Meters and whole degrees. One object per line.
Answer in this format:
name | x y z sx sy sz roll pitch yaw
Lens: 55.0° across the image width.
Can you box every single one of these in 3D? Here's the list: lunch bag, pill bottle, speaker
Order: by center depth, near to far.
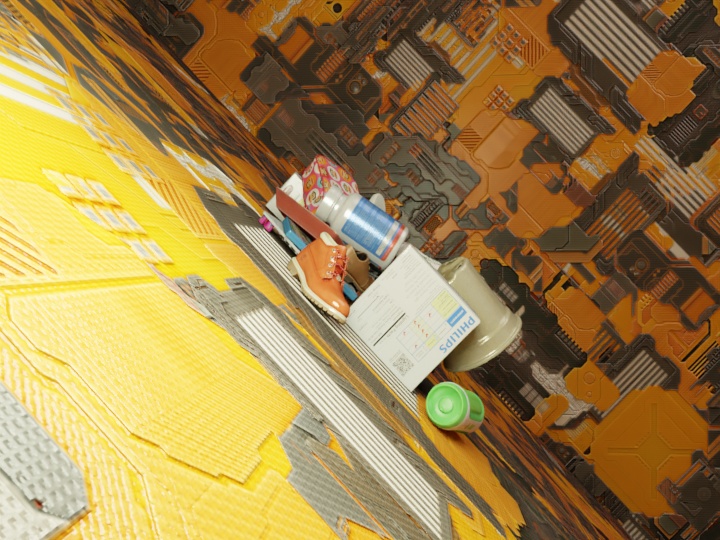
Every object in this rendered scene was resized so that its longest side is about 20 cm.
speaker | 0.183 0.264 1.323 0.089 0.089 0.200 47 4 25
pill bottle | 0.000 -0.100 1.529 0.198 0.114 0.112 34 5 -3
lunch bag | -0.056 -0.168 1.683 0.174 0.082 0.204 27 38 -35

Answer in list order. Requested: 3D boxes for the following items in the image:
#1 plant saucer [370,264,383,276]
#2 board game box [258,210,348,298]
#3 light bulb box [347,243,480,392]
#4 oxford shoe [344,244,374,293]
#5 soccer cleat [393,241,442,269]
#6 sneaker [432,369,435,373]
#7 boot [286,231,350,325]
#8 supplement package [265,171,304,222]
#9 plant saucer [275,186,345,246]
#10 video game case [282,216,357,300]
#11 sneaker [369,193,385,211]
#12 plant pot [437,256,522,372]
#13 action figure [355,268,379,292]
plant saucer | 0.081 0.018 1.711 0.196 0.028 0.200 28 -7 4
board game box | -0.116 -0.026 1.480 0.200 0.026 0.200 48 5 23
light bulb box | 0.099 0.089 1.366 0.200 0.198 0.125 46 7 1
oxford shoe | 0.000 0.000 1.503 0.071 0.071 0.200 45 1 26
soccer cleat | 0.153 -0.008 1.641 0.084 0.070 0.199 2 -29 42
sneaker | 0.163 0.183 1.847 0.076 0.091 0.200 38 7 -47
boot | -0.055 0.009 1.232 0.075 0.107 0.201 42 7 -44
supplement package | -0.136 -0.142 1.790 0.200 0.111 0.156 45 4 -9
plant saucer | -0.103 -0.080 1.564 0.199 0.037 0.200 38 -9 26
video game case | -0.088 -0.027 1.472 0.200 0.018 0.143 45 5 -17
sneaker | -0.008 -0.109 1.817 0.116 0.206 0.073 13 -4 39
plant pot | 0.219 0.083 1.497 0.186 0.198 0.201 56 2 -10
action figure | -0.002 0.026 1.716 0.128 0.070 0.200 32 -9 16
